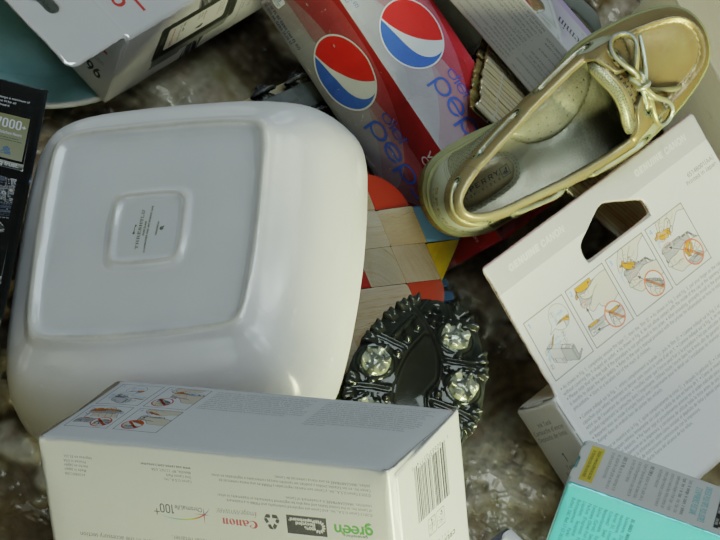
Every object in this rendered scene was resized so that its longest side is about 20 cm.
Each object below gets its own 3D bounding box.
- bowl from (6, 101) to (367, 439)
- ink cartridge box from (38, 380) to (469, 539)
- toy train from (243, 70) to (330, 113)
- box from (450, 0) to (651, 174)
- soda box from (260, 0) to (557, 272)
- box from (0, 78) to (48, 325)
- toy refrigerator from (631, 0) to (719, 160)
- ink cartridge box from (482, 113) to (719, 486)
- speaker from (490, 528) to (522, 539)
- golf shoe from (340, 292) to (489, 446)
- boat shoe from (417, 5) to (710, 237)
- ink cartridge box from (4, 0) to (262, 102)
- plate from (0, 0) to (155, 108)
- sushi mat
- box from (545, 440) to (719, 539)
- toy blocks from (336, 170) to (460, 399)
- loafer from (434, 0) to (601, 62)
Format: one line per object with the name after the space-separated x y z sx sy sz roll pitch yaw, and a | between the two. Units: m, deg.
-0.102 -0.009 1.496 0.199 0.075 0.200 -3 62 19 | bowl
-0.049 0.157 1.391 0.200 0.176 0.084 4 20 26 | ink cartridge box
-0.053 -0.095 1.659 0.200 0.046 0.034 -28 89 -35 | toy train
0.098 -0.146 1.629 0.200 0.041 0.039 47 35 -12 | box
0.030 -0.103 1.640 0.063 0.070 0.200 -36 93 -37 | soda box
-0.287 -0.037 1.513 0.200 0.086 0.164 13 54 -11 | box
0.242 -0.088 1.736 0.076 0.070 0.200 -4 56 -37 | toy refrigerator
0.168 0.031 1.613 0.200 0.045 0.176 -35 96 -34 | ink cartridge box
0.126 0.234 1.475 0.200 0.081 0.081 42 54 11 | speaker
0.015 0.109 1.499 0.077 0.088 0.200 17 64 -6 | golf shoe
0.125 -0.085 1.578 0.200 0.063 0.073 -31 100 -14 | boat shoe
-0.141 -0.182 1.642 0.200 0.068 0.116 -34 73 -34 | ink cartridge box
-0.205 -0.174 1.673 0.200 0.026 0.200 9 54 -13 | plate
0.141 -0.068 1.666 0.200 0.012 0.096 41 39 -23 | sushi mat
0.204 0.158 1.499 0.200 0.049 0.082 20 16 7 | box
0.000 0.000 1.591 0.137 0.100 0.200 -6 63 -35 | toy blocks
0.069 -0.166 1.701 0.200 0.075 0.070 26 46 -24 | loafer
